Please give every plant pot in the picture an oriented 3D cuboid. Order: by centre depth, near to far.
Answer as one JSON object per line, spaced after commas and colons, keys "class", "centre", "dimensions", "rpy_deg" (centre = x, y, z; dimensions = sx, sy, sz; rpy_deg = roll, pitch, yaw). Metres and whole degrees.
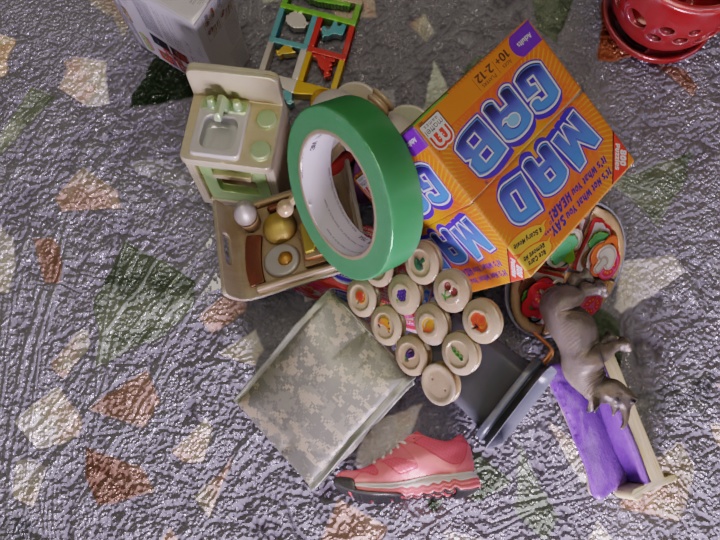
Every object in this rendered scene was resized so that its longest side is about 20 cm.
{"class": "plant pot", "centre": [0.458, -0.414, 1.057], "dimensions": [0.195, 0.183, 0.206], "rpy_deg": [0, 76, 2]}

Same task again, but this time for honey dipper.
{"class": "honey dipper", "centre": [-0.038, -0.147, 0.927], "dimensions": [0.038, 0.038, 0.200], "rpy_deg": [44, 91, 11]}

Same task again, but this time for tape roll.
{"class": "tape roll", "centre": [-0.011, -0.092, 0.824], "dimensions": [0.048, 0.201, 0.203], "rpy_deg": [-24, 75, -30]}

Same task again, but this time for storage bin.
{"class": "storage bin", "centre": [0.165, 0.125, 0.935], "dimensions": [0.134, 0.200, 0.147], "rpy_deg": [40, 94, 19]}

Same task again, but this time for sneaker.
{"class": "sneaker", "centre": [0.060, 0.263, 0.980], "dimensions": [0.195, 0.074, 0.089], "rpy_deg": [-2, 63, -2]}

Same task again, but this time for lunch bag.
{"class": "lunch bag", "centre": [-0.040, 0.149, 0.958], "dimensions": [0.164, 0.117, 0.201], "rpy_deg": [44, 102, 11]}

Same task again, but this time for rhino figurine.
{"class": "rhino figurine", "centre": [0.291, 0.103, 0.921], "dimensions": [0.086, 0.060, 0.204], "rpy_deg": [-19, 81, -4]}

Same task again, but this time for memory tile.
{"class": "memory tile", "centre": [0.068, 0.045, 0.861], "dimensions": [0.200, 0.017, 0.155], "rpy_deg": [46, 126, 24]}

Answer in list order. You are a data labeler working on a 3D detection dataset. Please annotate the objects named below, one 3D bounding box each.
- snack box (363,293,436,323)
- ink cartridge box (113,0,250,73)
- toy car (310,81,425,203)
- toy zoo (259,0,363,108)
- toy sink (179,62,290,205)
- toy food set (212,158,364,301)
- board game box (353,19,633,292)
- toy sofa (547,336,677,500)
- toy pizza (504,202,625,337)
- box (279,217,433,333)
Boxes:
{"class": "snack box", "centre": [0.034, 0.057, 1.042], "dimensions": [0.198, 0.024, 0.073], "rpy_deg": [-34, 76, -6]}
{"class": "ink cartridge box", "centre": [-0.268, -0.375, 1.065], "dimensions": [0.173, 0.200, 0.085], "rpy_deg": [31, 78, 8]}
{"class": "toy car", "centre": [0.007, -0.174, 1.045], "dimensions": [0.197, 0.175, 0.153], "rpy_deg": [24, 113, 7]}
{"class": "toy zoo", "centre": [-0.082, -0.348, 1.145], "dimensions": [0.128, 0.020, 0.204], "rpy_deg": [14, 78, 5]}
{"class": "toy sink", "centre": [-0.170, -0.175, 1.011], "dimensions": [0.127, 0.201, 0.115], "rpy_deg": [7, 69, 3]}
{"class": "toy food set", "centre": [-0.094, -0.057, 0.954], "dimensions": [0.196, 0.061, 0.146], "rpy_deg": [-16, 63, 7]}
{"class": "board game box", "centre": [0.148, -0.120, 0.862], "dimensions": [0.200, 0.199, 0.201], "rpy_deg": [-44, 97, -19]}
{"class": "toy sofa", "centre": [0.327, 0.200, 0.968], "dimensions": [0.095, 0.083, 0.204], "rpy_deg": [-18, 76, -3]}
{"class": "toy pizza", "centre": [0.281, 0.005, 0.976], "dimensions": [0.198, 0.202, 0.032], "rpy_deg": [-33, 34, -6]}
{"class": "box", "centre": [0.000, 0.000, 0.998], "dimensions": [0.196, 0.100, 0.097], "rpy_deg": [17, 71, 18]}
